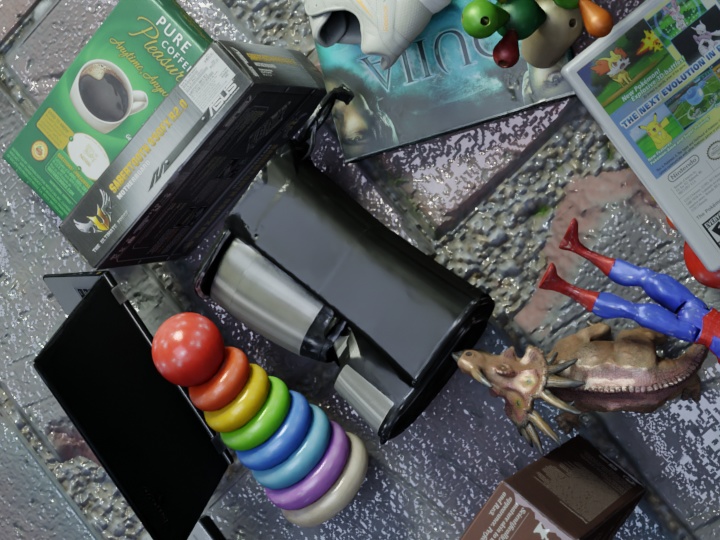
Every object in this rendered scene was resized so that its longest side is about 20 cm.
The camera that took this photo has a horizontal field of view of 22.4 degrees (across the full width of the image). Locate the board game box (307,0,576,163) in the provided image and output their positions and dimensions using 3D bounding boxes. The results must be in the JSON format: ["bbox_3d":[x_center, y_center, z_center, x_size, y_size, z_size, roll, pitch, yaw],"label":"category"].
[{"bbox_3d":[0.063,-0.175,1.420,0.198,0.028,0.137,-16,88,22],"label":"board game box"}]

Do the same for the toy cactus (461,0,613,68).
[{"bbox_3d":[0.154,-0.196,1.292,0.102,0.165,0.200,42,67,13],"label":"toy cactus"}]

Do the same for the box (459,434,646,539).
[{"bbox_3d":[0.133,0.194,1.329,0.075,0.200,0.101,38,106,14],"label":"box"}]

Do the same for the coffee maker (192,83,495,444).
[{"bbox_3d":[0.000,0.000,1.389,0.199,0.135,0.193,35,119,11],"label":"coffee maker"}]

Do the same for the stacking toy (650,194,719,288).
[{"bbox_3d":[0.236,-0.082,1.340,0.085,0.085,0.202,-24,93,21],"label":"stacking toy"}]

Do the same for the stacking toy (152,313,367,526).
[{"bbox_3d":[-0.084,0.109,1.410,0.085,0.086,0.200,-33,119,20],"label":"stacking toy"}]

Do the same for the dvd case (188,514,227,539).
[{"bbox_3d":[-0.150,0.318,1.477,0.200,0.025,0.151,-43,78,18],"label":"dvd case"}]

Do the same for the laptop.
[{"bbox_3d":[-0.198,0.109,1.417,0.199,0.116,0.188,-1,124,58],"label":"laptop"}]

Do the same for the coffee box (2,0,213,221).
[{"bbox_3d":[-0.196,-0.128,1.518,0.123,0.044,0.200,44,108,12],"label":"coffee box"}]

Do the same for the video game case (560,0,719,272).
[{"bbox_3d":[0.273,-0.131,1.289,0.199,0.022,0.183,-38,96,2],"label":"video game case"}]

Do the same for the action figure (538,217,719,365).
[{"bbox_3d":[0.231,0.022,1.275,0.199,0.099,0.066,27,65,4],"label":"action figure"}]

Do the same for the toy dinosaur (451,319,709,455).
[{"bbox_3d":[0.180,0.080,1.337,0.198,0.135,0.087,-12,90,21],"label":"toy dinosaur"}]

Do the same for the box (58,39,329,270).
[{"bbox_3d":[-0.127,-0.090,1.432,0.048,0.158,0.200,47,109,12],"label":"box"}]

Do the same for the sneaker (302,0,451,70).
[{"bbox_3d":[-0.026,-0.225,1.398,0.200,0.076,0.092,36,90,37],"label":"sneaker"}]
